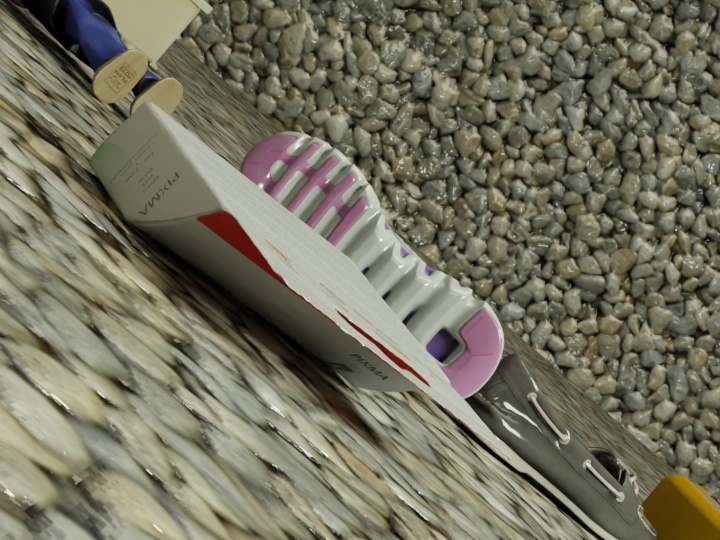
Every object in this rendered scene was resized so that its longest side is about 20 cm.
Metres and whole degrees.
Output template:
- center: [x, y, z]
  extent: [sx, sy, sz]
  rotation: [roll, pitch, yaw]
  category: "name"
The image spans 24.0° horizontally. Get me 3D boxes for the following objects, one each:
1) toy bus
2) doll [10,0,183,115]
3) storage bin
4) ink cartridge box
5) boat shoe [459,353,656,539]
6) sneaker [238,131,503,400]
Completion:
- center: [0.245, 0.203, 1.176]
  extent: [0.078, 0.065, 0.200]
  rotation: [37, 5, -19]
  category: "toy bus"
- center: [-0.204, -0.178, 1.209]
  extent: [0.136, 0.049, 0.200]
  rotation: [38, 5, -47]
  category: "doll"
- center: [-0.290, -0.339, 1.859]
  extent: [0.200, 0.094, 0.199]
  rotation: [38, 5, -33]
  category: "storage bin"
- center: [-0.032, 0.014, 0.785]
  extent: [0.161, 0.050, 0.200]
  rotation: [38, 8, -35]
  category: "ink cartridge box"
- center: [0.144, 0.125, 1.113]
  extent: [0.200, 0.057, 0.067]
  rotation: [38, 4, -31]
  category: "boat shoe"
- center: [0.000, 0.000, 1.050]
  extent: [0.200, 0.080, 0.088]
  rotation: [45, -3, -3]
  category: "sneaker"
